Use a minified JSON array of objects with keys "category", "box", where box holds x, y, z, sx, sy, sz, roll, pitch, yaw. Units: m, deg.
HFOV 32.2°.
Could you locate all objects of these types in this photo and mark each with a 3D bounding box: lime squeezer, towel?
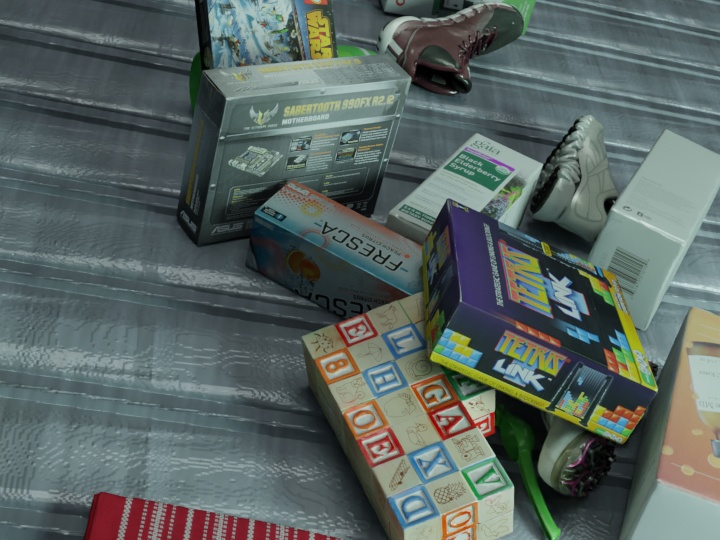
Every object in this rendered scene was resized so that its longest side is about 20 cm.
[{"category":"lime squeezer","box":[0.092,0.134,0.996,0.200,0.038,0.071,35,72,23]},{"category":"towel","box":[-0.093,0.216,0.816,0.199,0.023,0.145,13,34,-8]}]

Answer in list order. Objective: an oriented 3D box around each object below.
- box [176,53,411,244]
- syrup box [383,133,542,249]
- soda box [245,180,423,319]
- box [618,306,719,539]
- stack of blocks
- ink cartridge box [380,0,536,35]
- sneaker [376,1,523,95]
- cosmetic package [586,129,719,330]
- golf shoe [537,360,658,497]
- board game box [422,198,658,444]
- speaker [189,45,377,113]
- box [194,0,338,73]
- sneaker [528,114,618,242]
[{"category":"box","box":[-0.062,-0.113,1.148,0.199,0.159,0.048,-12,44,-33]},{"category":"syrup box","box":[0.095,-0.050,1.191,0.078,0.082,0.200,27,39,16]},{"category":"soda box","box":[0.000,0.000,1.100,0.199,0.064,0.068,28,42,16]},{"category":"box","box":[0.297,0.149,0.961,0.151,0.107,0.200,19,42,8]},{"category":"stack of blocks","box":[0.045,0.115,0.943,0.114,0.059,0.200,-19,46,-13]},{"category":"ink cartridge box","box":[0.132,-0.399,1.614,0.198,0.147,0.085,6,38,-13]},{"category":"sneaker","box":[0.126,-0.255,1.494,0.199,0.076,0.116,-14,50,-21]},{"category":"cosmetic package","box":[0.292,-0.044,1.236,0.081,0.113,0.200,28,39,15]},{"category":"golf shoe","box":[0.173,0.118,1.013,0.092,0.073,0.200,22,26,19]},{"category":"board game box","box":[0.133,0.032,0.979,0.164,0.057,0.200,25,23,-10]},{"category":"speaker","box":[-0.075,-0.194,1.313,0.199,0.089,0.089,-5,41,-26]},{"category":"box","box":[-0.088,-0.193,1.237,0.136,0.202,0.040,-4,-5,-26]},{"category":"sneaker","box":[0.236,-0.097,1.329,0.081,0.075,0.200,31,38,-3]}]
